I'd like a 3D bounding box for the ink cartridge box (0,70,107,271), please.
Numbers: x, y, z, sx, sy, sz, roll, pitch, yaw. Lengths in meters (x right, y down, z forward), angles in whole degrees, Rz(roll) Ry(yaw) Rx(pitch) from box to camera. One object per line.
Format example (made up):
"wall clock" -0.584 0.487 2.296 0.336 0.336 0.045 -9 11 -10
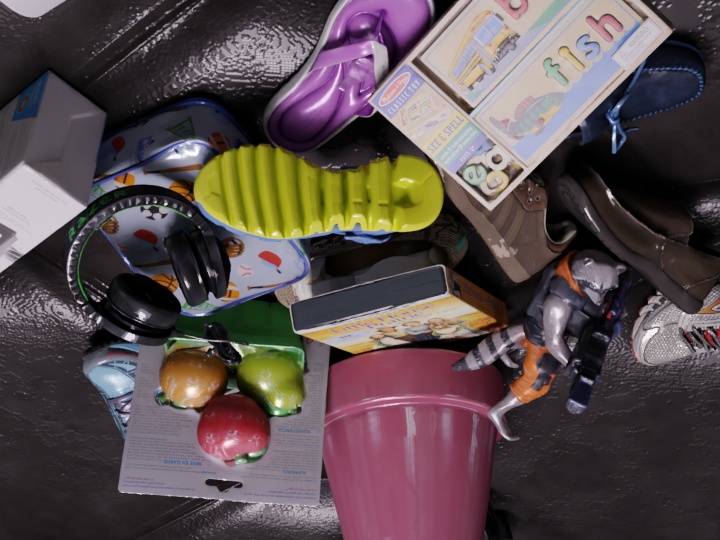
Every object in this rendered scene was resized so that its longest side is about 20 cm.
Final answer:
"ink cartridge box" -0.308 -0.064 1.146 0.200 0.116 0.067 -31 129 32

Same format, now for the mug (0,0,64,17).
"mug" -0.193 -0.278 0.894 0.153 0.150 0.187 -21 140 13

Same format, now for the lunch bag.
"lunch bag" -0.134 -0.051 1.183 0.160 0.076 0.200 -22 131 21

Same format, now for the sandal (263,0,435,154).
"sandal" -0.007 -0.152 1.082 0.082 0.050 0.203 23 133 -21

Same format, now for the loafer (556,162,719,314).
"loafer" 0.248 -0.040 1.188 0.200 0.073 0.071 36 101 -34

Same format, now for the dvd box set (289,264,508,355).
"dvd box set" 0.041 0.042 1.237 0.146 0.030 0.200 -15 165 17

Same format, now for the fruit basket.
"fruit basket" -0.123 0.126 1.283 0.184 0.201 0.094 4 152 -2

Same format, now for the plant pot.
"plant pot" 0.049 0.195 1.329 0.199 0.180 0.200 -2 154 -1

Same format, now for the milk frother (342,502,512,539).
"milk frother" 0.083 0.362 1.528 0.180 0.201 0.188 22 134 -26

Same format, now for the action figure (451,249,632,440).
"action figure" 0.166 0.060 1.205 0.104 0.200 0.194 33 124 0

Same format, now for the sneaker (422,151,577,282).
"sneaker" 0.117 -0.074 1.164 0.075 0.071 0.200 -33 132 8

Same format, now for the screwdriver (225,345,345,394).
"screwdriver" -0.084 0.096 1.375 0.199 0.028 0.029 -22 102 25

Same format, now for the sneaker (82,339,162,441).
"sneaker" -0.209 0.148 1.385 0.079 0.096 0.200 -23 132 24

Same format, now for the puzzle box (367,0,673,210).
"puzzle box" 0.118 -0.157 1.026 0.133 0.025 0.200 41 115 -7

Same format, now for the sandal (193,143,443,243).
"sandal" -0.037 -0.054 1.111 0.199 0.080 0.087 6 169 -8

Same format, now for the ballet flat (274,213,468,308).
"ballet flat" 0.000 0.000 1.227 0.199 0.075 0.068 -17 107 21

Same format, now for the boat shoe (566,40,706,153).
"boat shoe" 0.178 -0.126 1.087 0.199 0.069 0.084 -14 135 17

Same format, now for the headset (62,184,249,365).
"headset" -0.163 0.010 1.140 0.123 0.094 0.200 -38 122 1

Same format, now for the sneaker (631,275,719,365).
"sneaker" 0.340 0.043 1.253 0.200 0.082 0.078 -27 130 29
